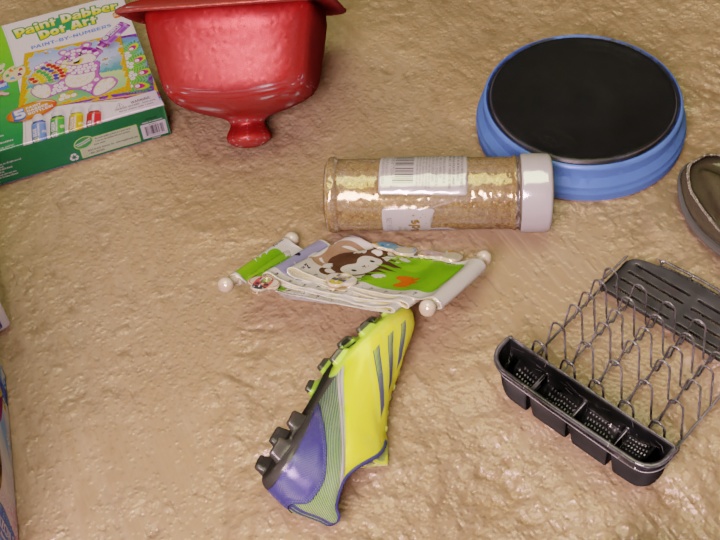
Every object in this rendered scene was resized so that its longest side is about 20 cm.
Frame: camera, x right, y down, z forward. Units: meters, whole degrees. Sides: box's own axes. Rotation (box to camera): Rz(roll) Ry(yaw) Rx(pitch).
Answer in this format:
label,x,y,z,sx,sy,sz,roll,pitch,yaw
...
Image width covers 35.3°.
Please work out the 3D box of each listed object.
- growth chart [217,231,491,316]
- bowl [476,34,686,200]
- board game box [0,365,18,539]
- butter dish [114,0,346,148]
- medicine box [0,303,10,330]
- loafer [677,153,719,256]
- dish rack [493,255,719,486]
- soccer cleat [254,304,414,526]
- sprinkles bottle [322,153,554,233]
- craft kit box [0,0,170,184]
label,x,y,z,sx,sy,sz,roll,pitch,yaw
growth chart,0.000,0.000,0.940,0.198,0.018,0.145,7,24,19
bowl,0.208,-0.151,1.070,0.198,0.040,0.202,-3,49,3
board game box,-0.292,0.097,0.798,0.041,0.201,0.201,-14,50,-7
butter dish,-0.111,-0.191,1.072,0.198,0.150,0.199,-4,9,4
medicine box,-0.399,0.013,0.878,0.103,0.201,0.182,33,59,29
loafer,0.336,-0.036,0.940,0.075,0.070,0.201,-20,51,-12
dish rack,0.216,0.063,0.878,0.153,0.055,0.200,35,60,28
soccer cleat,-0.003,0.108,0.867,0.084,0.065,0.201,39,52,-4
sprinkles bottle,0.068,-0.068,0.992,0.198,0.069,0.069,0,49,5
craft kit box,-0.311,-0.186,1.144,0.198,0.049,0.198,-18,48,-11
